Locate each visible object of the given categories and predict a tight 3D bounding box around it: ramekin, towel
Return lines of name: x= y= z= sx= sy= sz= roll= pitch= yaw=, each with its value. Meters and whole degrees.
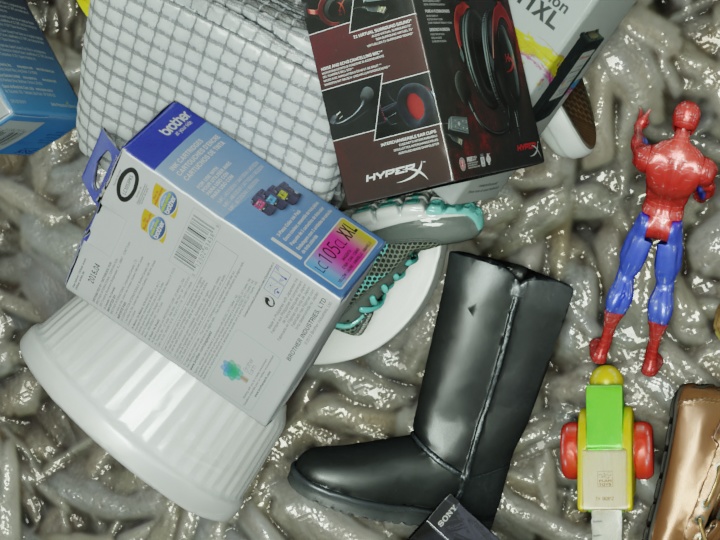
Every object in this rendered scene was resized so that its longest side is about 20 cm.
ramekin: x=-0.143 y=0.082 z=1.097 sx=0.202 sy=0.202 sz=0.094 roll=41 pitch=90 yaw=7
towel: x=-0.087 y=-0.120 z=1.003 sx=0.200 sy=0.086 sz=0.166 roll=27 pitch=131 yaw=10

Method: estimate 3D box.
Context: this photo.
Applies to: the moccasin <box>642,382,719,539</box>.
moccasin: x=0.248 y=0.184 z=1.081 sx=0.078 sy=0.074 sz=0.202 roll=12 pitch=87 yaw=19

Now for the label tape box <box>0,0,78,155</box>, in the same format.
label tape box: x=-0.302 y=-0.187 z=1.132 sx=0.066 sy=0.143 sz=0.200 roll=-31 pitch=88 yaw=12

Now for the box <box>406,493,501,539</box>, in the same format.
box: x=0.071 y=0.257 z=1.080 sx=0.143 sy=0.036 sz=0.200 roll=41 pitch=140 yaw=7

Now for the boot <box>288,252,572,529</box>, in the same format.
boot: x=0.051 y=0.082 z=1.090 sx=0.164 sy=0.066 sz=0.200 roll=14 pitch=102 yaw=-19

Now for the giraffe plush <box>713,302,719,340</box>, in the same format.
giraffe plush: x=0.325 y=0.049 z=1.002 sx=0.172 sy=0.162 sz=0.201 roll=-1 pitch=94 yaw=12

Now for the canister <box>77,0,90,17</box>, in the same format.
canister: x=-0.089 y=-0.216 z=1.114 sx=0.200 sy=0.087 sz=0.149 roll=-40 pitch=86 yaw=11

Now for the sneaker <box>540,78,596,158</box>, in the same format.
sneaker: x=0.096 y=-0.157 z=1.094 sx=0.085 sy=0.073 sz=0.200 roll=-34 pitch=83 yaw=29

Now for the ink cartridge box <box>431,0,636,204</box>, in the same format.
ink cartridge box: x=0.079 y=-0.168 z=1.012 sx=0.146 sy=0.083 sz=0.200 roll=41 pitch=114 yaw=17

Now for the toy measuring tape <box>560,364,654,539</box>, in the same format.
toy measuring tape: x=0.178 y=0.168 z=1.078 sx=0.073 sy=0.074 sz=0.201 roll=-2 pitch=72 yaw=13

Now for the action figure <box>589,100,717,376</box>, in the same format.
action figure: x=0.214 y=-0.036 z=1.078 sx=0.065 sy=0.099 sz=0.200 roll=14 pitch=119 yaw=8

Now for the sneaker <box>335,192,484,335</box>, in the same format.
sneaker: x=0.000 y=0.000 z=1.084 sx=0.200 sy=0.078 sz=0.091 roll=-14 pitch=96 yaw=22

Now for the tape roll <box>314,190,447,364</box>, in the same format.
tape roll: x=-0.033 y=-0.029 z=1.140 sx=0.202 sy=0.037 sz=0.203 roll=1 pitch=94 yaw=12

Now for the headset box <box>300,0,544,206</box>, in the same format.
headset box: x=0.033 y=-0.149 z=0.907 sx=0.075 sy=0.149 sz=0.201 roll=-12 pitch=91 yaw=28

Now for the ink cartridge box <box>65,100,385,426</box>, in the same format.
ink cartridge box: x=-0.104 y=-0.013 z=0.979 sx=0.200 sy=0.076 sz=0.137 roll=33 pitch=130 yaw=2
